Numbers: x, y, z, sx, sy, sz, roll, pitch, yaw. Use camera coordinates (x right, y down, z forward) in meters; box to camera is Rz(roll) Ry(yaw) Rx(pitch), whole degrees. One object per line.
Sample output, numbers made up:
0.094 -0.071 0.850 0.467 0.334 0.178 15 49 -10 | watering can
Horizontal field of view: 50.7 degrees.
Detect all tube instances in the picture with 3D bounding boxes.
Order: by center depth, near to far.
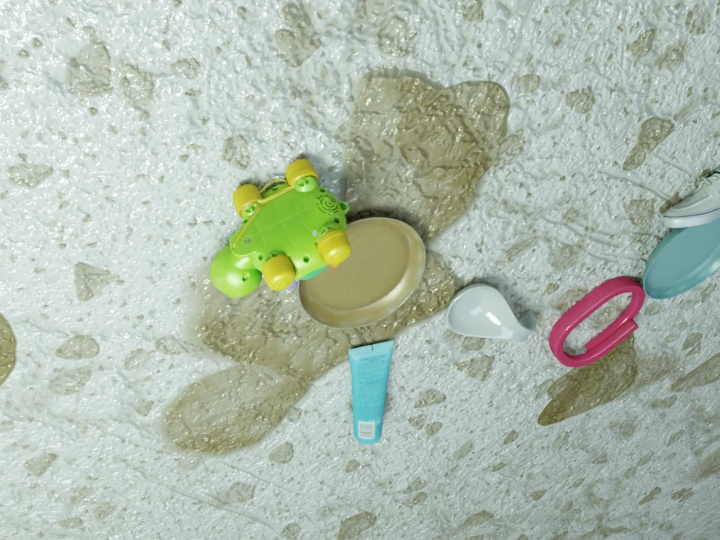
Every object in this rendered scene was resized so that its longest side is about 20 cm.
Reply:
0.015 0.204 1.271 0.076 0.051 0.203 -13 128 -21 | tube

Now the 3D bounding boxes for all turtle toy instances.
-0.102 -0.035 0.957 0.197 0.148 0.101 -25 156 -2 | turtle toy

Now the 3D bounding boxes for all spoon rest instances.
0.221 0.076 1.248 0.197 0.061 0.100 17 120 -36 | spoon rest

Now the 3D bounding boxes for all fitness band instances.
0.433 0.095 1.386 0.199 0.038 0.143 -42 131 11 | fitness band

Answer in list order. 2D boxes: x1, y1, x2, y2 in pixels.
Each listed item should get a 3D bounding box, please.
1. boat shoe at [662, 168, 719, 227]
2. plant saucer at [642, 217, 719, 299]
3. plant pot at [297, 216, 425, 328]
0.585 -0.131 1.251 0.196 0.071 0.071 -20 107 -4 | boat shoe
0.579 -0.030 1.341 0.196 0.028 0.202 -17 139 -15 | plant saucer
0.000 0.000 1.100 0.196 0.028 0.203 -13 133 -14 | plant pot
